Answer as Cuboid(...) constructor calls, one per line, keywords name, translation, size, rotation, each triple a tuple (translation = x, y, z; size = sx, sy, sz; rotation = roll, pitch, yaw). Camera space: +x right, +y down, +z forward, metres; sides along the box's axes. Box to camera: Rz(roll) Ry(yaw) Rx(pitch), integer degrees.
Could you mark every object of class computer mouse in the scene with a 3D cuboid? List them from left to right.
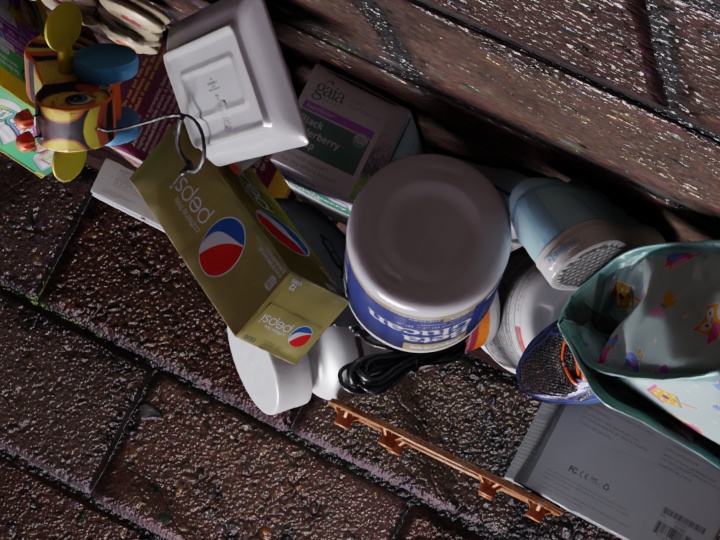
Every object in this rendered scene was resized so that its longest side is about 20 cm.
Cuboid(name="computer mouse", translation=(0.000, 0.000, 1.743), size=(0.140, 0.046, 0.200), rotation=(-15, -125, -38))

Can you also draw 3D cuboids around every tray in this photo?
Cuboid(name="tray", translation=(-0.091, -0.125, 1.541), size=(0.200, 0.022, 0.108), rotation=(-6, 105, 69))

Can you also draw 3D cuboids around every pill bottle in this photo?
Cuboid(name="pill bottle", translation=(0.002, 0.039, 1.824), size=(0.110, 0.200, 0.110), rotation=(51, 152, 42))
Cuboid(name="pill bottle", translation=(0.044, -0.004, 1.603), size=(0.111, 0.111, 0.200), rotation=(27, 168, 5))
Cuboid(name="pill bottle", translation=(0.159, 0.035, 1.880), size=(0.114, 0.114, 0.200), rotation=(28, 176, -13))

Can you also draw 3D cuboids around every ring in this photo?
Cuboid(name="ring", translation=(0.063, 0.149, 1.768), size=(0.200, 0.019, 0.200), rotation=(27, 176, 2))

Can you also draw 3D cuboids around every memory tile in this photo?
Cuboid(name="memory tile", translation=(-0.211, -0.201, 1.656), size=(0.153, 0.017, 0.200), rotation=(27, 176, -6))

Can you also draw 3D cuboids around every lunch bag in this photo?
Cuboid(name="lunch bag", translation=(0.241, 0.062, 1.481), size=(0.170, 0.122, 0.200), rotation=(29, 161, -26))

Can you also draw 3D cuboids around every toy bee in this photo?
Cuboid(name="toy bee", translation=(-0.205, -0.125, 1.633), size=(0.108, 0.131, 0.200), rotation=(-14, -169, -26))

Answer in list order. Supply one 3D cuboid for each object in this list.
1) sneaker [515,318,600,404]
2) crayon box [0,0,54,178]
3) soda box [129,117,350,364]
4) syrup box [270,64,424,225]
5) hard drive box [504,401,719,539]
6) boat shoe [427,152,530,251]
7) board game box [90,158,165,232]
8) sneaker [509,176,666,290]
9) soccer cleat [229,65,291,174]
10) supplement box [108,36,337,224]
Cuboid(name="sneaker", translation=(0.188, 0.049, 1.637), size=(0.200, 0.076, 0.078), rotation=(-24, 169, 37))
Cuboid(name="crayon box", translation=(-0.308, -0.188, 1.842), size=(0.200, 0.058, 0.173), rotation=(37, -151, -61))
Cuboid(name="soda box", translation=(-0.090, -0.024, 1.657), size=(0.068, 0.064, 0.200), rotation=(27, -162, -44))
Cuboid(name="syrup box", translation=(-0.007, -0.084, 1.705), size=(0.079, 0.082, 0.200), rotation=(26, 177, 7))
Cuboid(name="hard drive box", translation=(0.227, 0.107, 1.747), size=(0.156, 0.200, 0.077), rotation=(29, 176, -5))
Cuboid(name="boat shoe", translation=(0.099, -0.038, 1.699), size=(0.073, 0.065, 0.200), rotation=(30, 175, -26))
Cuboid(name="board game box", translation=(-0.109, -0.029, 1.858), size=(0.126, 0.035, 0.200), rotation=(26, -179, 38))
Cuboid(name="sneaker", translation=(0.155, -0.030, 1.570), size=(0.082, 0.074, 0.200), rotation=(58, -169, 17))
Cuboid(name="soccer cleat", translation=(-0.080, -0.132, 1.722), size=(0.069, 0.078, 0.200), rotation=(33, -166, -12))
Cuboid(name="supplement box", translation=(-0.111, -0.109, 1.891), size=(0.200, 0.103, 0.131), rotation=(25, 178, 19))
